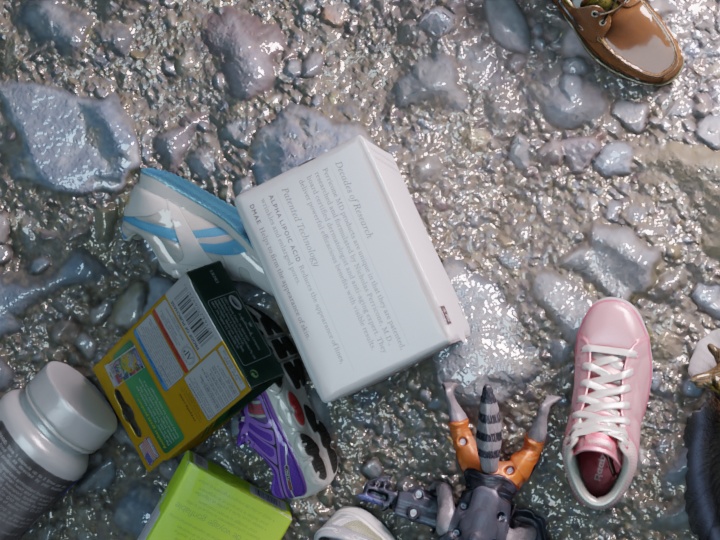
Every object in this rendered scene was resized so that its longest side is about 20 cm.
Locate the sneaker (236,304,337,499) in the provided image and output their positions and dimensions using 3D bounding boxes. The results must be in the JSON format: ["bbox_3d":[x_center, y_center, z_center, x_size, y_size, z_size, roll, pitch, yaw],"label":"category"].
[{"bbox_3d":[-0.097,0.131,1.341,0.083,0.080,0.202,-24,82,22],"label":"sneaker"}]

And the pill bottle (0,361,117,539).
[{"bbox_3d":[-0.344,0.192,1.362,0.200,0.114,0.114,-44,83,7],"label":"pill bottle"}]

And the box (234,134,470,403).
[{"bbox_3d":[0.000,0.000,1.258,0.129,0.199,0.202,-25,85,8],"label":"box"}]

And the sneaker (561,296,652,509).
[{"bbox_3d":[0.230,0.126,1.267,0.074,0.105,0.203,6,90,12],"label":"sneaker"}]

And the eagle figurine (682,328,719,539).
[{"bbox_3d":[0.365,0.161,1.249,0.151,0.151,0.202,7,129,48],"label":"eagle figurine"}]

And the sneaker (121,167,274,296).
[{"bbox_3d":[-0.146,-0.022,1.354,0.199,0.076,0.081,31,104,15],"label":"sneaker"}]

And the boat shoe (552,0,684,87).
[{"bbox_3d":[0.224,-0.250,1.286,0.200,0.068,0.072,43,95,6],"label":"boat shoe"}]

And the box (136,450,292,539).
[{"bbox_3d":[-0.167,0.295,1.348,0.121,0.048,0.201,30,95,-11],"label":"box"}]

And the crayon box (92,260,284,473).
[{"bbox_3d":[-0.171,0.096,1.327,0.200,0.051,0.127,-40,77,41],"label":"crayon box"}]

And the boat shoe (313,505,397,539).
[{"bbox_3d":[0.040,0.310,1.312,0.202,0.065,0.075,43,112,9],"label":"boat shoe"}]

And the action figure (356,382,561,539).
[{"bbox_3d":[0.092,0.205,1.294,0.197,0.105,0.196,7,83,9],"label":"action figure"}]
